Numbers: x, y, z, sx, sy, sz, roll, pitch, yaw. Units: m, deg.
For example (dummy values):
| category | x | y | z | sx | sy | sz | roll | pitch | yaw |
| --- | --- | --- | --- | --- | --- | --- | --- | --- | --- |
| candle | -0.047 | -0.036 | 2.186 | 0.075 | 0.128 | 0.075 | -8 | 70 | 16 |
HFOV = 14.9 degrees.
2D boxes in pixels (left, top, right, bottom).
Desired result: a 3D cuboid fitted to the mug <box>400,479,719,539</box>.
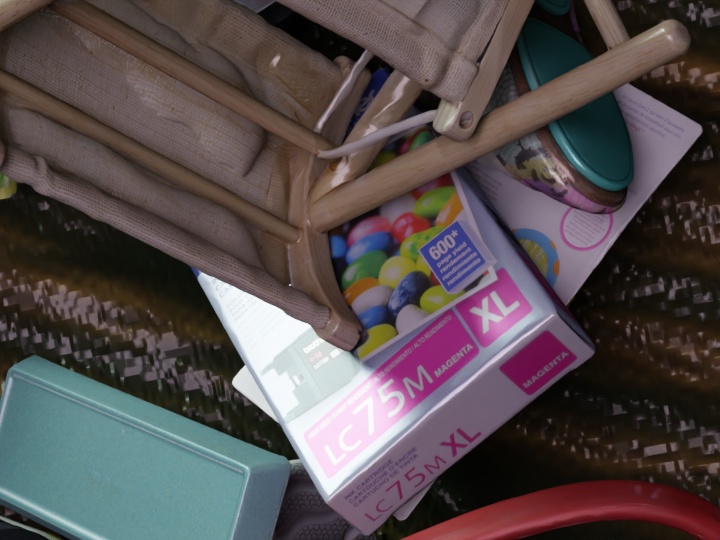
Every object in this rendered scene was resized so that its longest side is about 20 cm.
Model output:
| category | x | y | z | sx | sy | sz | roll | pitch | yaw |
| --- | --- | --- | --- | --- | --- | --- | --- | --- | --- |
| mug | 0.056 | 0.165 | 1.077 | 0.200 | 0.133 | 0.178 | 16 | 77 | -5 |

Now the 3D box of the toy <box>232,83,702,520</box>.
| category | x | y | z | sx | sy | sz | roll | pitch | yaw |
| --- | --- | --- | --- | --- | --- | --- | --- | --- | --- |
| toy | 0.049 | 0.003 | 1.155 | 0.200 | 0.047 | 0.115 | -50 | 51 | -5 |

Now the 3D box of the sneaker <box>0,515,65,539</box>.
| category | x | y | z | sx | sy | sz | roll | pitch | yaw |
| --- | --- | --- | --- | --- | --- | --- | --- | --- | --- |
| sneaker | -0.187 | 0.133 | 1.217 | 0.200 | 0.083 | 0.072 | 10 | 90 | 19 |

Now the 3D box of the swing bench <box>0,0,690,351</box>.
| category | x | y | z | sx | sy | sz | roll | pitch | yaw |
| --- | --- | --- | --- | --- | --- | --- | --- | --- | --- |
| swing bench | -0.026 | -0.101 | 1.027 | 0.200 | 0.199 | 0.130 | -41 | 45 | 22 |

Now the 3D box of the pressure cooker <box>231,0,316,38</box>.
| category | x | y | z | sx | sy | sz | roll | pitch | yaw |
| --- | --- | --- | --- | --- | --- | --- | --- | --- | --- |
| pressure cooker | -0.071 | -0.182 | 1.140 | 0.176 | 0.200 | 0.179 | -18 | 53 | 32 |

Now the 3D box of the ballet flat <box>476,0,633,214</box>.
| category | x | y | z | sx | sy | sz | roll | pitch | yaw |
| --- | --- | --- | --- | --- | --- | --- | --- | --- | --- |
| ballet flat | 0.060 | -0.091 | 1.135 | 0.071 | 0.069 | 0.200 | -35 | 50 | 30 |

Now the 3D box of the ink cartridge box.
| category | x | y | z | sx | sy | sz | roll | pitch | yaw |
| --- | --- | --- | --- | --- | --- | --- | --- | --- | --- |
| ink cartridge box | 0.000 | 0.000 | 1.132 | 0.119 | 0.042 | 0.200 | -40 | 44 | 7 |

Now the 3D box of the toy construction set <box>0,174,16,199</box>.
| category | x | y | z | sx | sy | sz | roll | pitch | yaw |
| --- | --- | --- | --- | --- | --- | --- | --- | --- | --- |
| toy construction set | -0.211 | -0.030 | 1.238 | 0.131 | 0.092 | 0.200 | 25 | 104 | -7 |

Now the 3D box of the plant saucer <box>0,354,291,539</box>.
| category | x | y | z | sx | sy | sz | roll | pitch | yaw |
| --- | --- | --- | --- | --- | --- | --- | --- | --- | --- |
| plant saucer | -0.102 | 0.089 | 1.173 | 0.200 | 0.019 | 0.070 | 17 | 93 | 51 |

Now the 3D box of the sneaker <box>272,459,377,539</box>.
| category | x | y | z | sx | sy | sz | roll | pitch | yaw |
| --- | --- | --- | --- | --- | --- | --- | --- | --- | --- |
| sneaker | -0.009 | 0.174 | 1.171 | 0.075 | 0.082 | 0.200 | -17 | 95 | -23 |
